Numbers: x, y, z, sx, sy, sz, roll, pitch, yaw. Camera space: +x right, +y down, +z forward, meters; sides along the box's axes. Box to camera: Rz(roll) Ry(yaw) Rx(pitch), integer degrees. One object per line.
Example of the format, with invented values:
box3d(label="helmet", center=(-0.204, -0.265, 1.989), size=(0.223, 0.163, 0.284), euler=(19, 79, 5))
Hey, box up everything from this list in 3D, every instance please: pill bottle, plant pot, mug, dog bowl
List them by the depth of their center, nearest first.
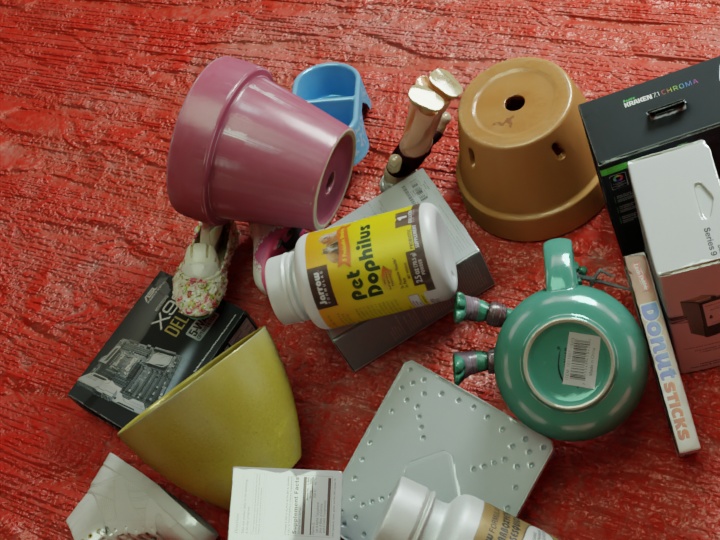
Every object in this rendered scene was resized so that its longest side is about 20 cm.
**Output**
box3d(label="pill bottle", center=(0.109, 0.277, 1.106), size=(0.199, 0.115, 0.115), euler=(26, 67, 4))
box3d(label="mug", center=(0.197, 0.078, 1.160), size=(0.152, 0.114, 0.185), euler=(-40, 80, 8))
box3d(label="pill bottle", center=(0.000, 0.000, 1.298), size=(0.198, 0.109, 0.110), euler=(-15, 53, 14))
box3d(label="plant pot", center=(-0.146, 0.177, 1.300), size=(0.199, 0.200, 0.143), euler=(-35, 93, -3))
box3d(label="plant pot", center=(0.199, -0.156, 1.398), size=(0.198, 0.140, 0.201), euler=(-11, 53, 15))
box3d(label="plant pot", center=(-0.109, -0.136, 1.417), size=(0.178, 0.200, 0.201), euler=(19, 65, 13))
box3d(label="dog bowl", center=(-0.044, -0.207, 1.562), size=(0.110, 0.050, 0.201), euler=(-4, 43, 6))

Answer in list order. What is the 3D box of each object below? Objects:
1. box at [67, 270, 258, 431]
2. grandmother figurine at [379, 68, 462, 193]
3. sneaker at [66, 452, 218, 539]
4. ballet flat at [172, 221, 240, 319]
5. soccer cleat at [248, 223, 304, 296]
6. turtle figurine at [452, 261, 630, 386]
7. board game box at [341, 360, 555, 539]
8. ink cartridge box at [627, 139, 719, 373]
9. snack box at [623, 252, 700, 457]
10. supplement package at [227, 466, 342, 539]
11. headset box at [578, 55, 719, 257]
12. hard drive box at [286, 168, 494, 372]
box3d(label="box", center=(-0.243, 0.113, 1.460), size=(0.157, 0.050, 0.201), euler=(23, 69, 33))
box3d(label="grandmother figurine", center=(0.067, -0.157, 1.433), size=(0.121, 0.200, 0.061), euler=(-30, 69, -31))
box3d(label="sneaker", center=(-0.252, 0.296, 1.331), size=(0.199, 0.074, 0.116), euler=(20, 68, 43))
box3d(label="ballet flat", center=(-0.196, -0.019, 1.478), size=(0.075, 0.064, 0.201), euler=(0, 33, 2))
box3d(label="soccer cleat", center=(-0.111, -0.048, 1.510), size=(0.086, 0.070, 0.201), euler=(-7, 49, 29))
box3d(label="turtle figurine", center=(0.199, 0.074, 1.266), size=(0.198, 0.101, 0.151), euler=(0, 75, 2))
box3d(label="board game box", center=(0.079, 0.224, 1.232), size=(0.199, 0.026, 0.201), euler=(28, 86, 35))
box3d(label="ink cartridge box", center=(0.337, -0.011, 1.198), size=(0.083, 0.200, 0.147), euler=(-15, 53, 13))
box3d(label="snack box", center=(0.303, 0.085, 1.186), size=(0.024, 0.072, 0.202), euler=(-15, 75, 11))
box3d(label="supplement package", center=(-0.077, 0.312, 1.153), size=(0.110, 0.156, 0.202), euler=(3, 65, -1))
box3d(label="headset box", center=(0.342, -0.122, 1.274), size=(0.173, 0.200, 0.093), euler=(-17, 52, 10))
box3d(label="hard drive box", center=(0.033, -0.003, 1.403), size=(0.199, 0.077, 0.156), euler=(-31, 51, 1))
